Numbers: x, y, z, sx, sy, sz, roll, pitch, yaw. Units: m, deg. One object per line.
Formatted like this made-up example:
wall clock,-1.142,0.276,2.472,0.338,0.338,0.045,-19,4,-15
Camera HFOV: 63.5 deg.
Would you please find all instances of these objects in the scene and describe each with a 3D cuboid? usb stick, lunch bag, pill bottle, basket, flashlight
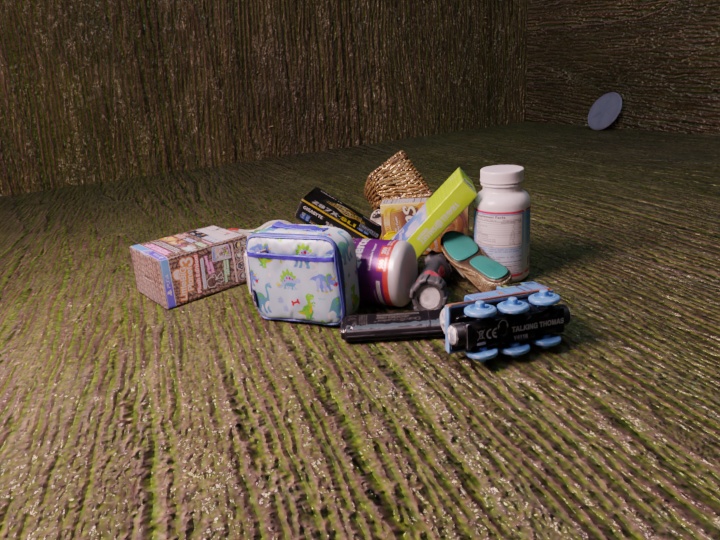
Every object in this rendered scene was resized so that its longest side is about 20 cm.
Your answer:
usb stick,0.065,0.087,0.915,0.192,0.034,0.056,-4,27,3
lunch bag,-0.101,0.003,0.994,0.194,0.167,0.082,6,21,27
pill bottle,0.267,-0.089,1.100,0.104,0.207,0.109,-4,18,1
basket,0.099,-0.183,1.504,0.141,0.151,0.200,-36,-11,-1
pill bottle,0.000,0.000,1.052,0.193,0.117,0.112,4,20,25
flashlight,0.136,0.020,1.049,0.066,0.070,0.200,9,16,14

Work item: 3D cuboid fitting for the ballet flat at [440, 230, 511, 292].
ballet flat,0.206,-0.005,1.067,0.068,0.067,0.201,-21,34,-10

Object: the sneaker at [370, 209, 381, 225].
sneaker,0.122,-0.132,1.464,0.193,0.084,0.083,5,9,19

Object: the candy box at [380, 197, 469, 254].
candy box,0.144,-0.099,1.292,0.192,0.120,0.055,-2,17,8

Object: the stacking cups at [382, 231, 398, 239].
stacking cups,0.078,-0.026,1.185,0.058,0.063,0.201,-5,19,-1

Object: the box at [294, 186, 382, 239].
box,-0.043,-0.110,1.326,0.196,0.050,0.160,30,20,-2

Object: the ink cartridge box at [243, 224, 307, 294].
ink cartridge box,-0.160,-0.027,1.216,0.139,0.087,0.201,-6,18,-3

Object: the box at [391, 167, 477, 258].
box,0.139,-0.101,1.131,0.200,0.047,0.123,-47,10,19

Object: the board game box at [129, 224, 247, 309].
board game box,-0.349,-0.014,1.207,0.196,0.100,0.157,-20,24,-37

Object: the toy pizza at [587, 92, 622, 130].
toy pizza,1.254,-0.812,2.978,0.031,0.206,0.199,21,5,-28

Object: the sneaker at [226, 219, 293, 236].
sneaker,-0.241,-0.063,1.393,0.193,0.072,0.094,-10,37,-20

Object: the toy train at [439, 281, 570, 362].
toy train,0.204,0.072,0.845,0.193,0.090,0.114,-9,13,-16
